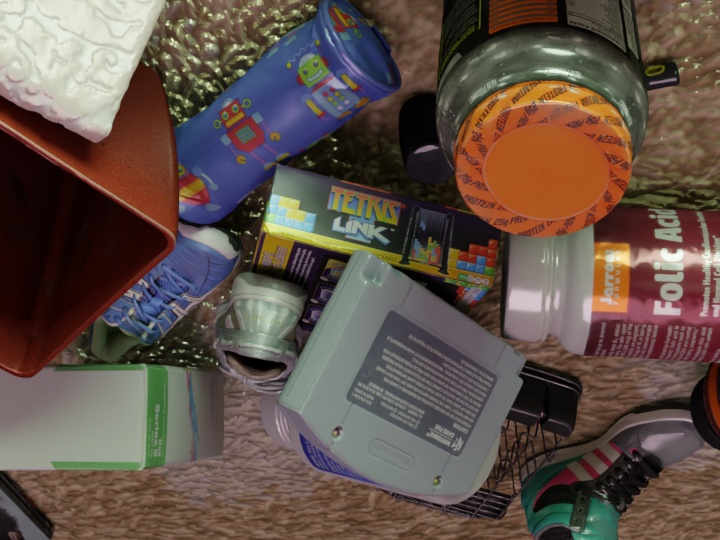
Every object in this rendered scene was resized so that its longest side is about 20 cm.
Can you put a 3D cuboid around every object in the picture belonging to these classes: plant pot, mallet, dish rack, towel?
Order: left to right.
[{"bbox_3d":[-0.242,-0.080,0.803,0.199,0.177,0.200,35,128,-24],"label":"plant pot"},{"bbox_3d":[-0.202,-0.202,0.679,0.199,0.192,0.032,28,162,-20],"label":"towel"},{"bbox_3d":[0.100,0.160,1.083,0.152,0.055,0.201,18,136,-8],"label":"dish rack"},{"bbox_3d":[0.121,-0.105,0.809,0.199,0.066,0.041,-9,134,15],"label":"mallet"}]

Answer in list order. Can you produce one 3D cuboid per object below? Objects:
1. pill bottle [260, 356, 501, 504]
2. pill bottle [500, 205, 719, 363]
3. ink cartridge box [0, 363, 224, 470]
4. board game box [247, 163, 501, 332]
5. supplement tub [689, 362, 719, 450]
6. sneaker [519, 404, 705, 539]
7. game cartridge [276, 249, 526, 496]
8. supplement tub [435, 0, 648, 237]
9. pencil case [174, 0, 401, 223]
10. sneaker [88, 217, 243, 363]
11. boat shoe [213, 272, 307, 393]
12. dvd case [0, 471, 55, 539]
[{"bbox_3d":[0.010,0.123,0.978,0.199,0.112,0.112,6,144,45],"label":"pill bottle"},{"bbox_3d":[0.207,0.009,0.875,0.198,0.115,0.115,3,135,4],"label":"pill bottle"},{"bbox_3d":[-0.213,0.123,0.992,0.144,0.088,0.200,-2,175,10],"label":"ink cartridge box"},{"bbox_3d":[0.000,0.000,0.884,0.164,0.057,0.200,15,159,-6],"label":"board game box"},{"bbox_3d":[0.344,0.093,0.920,0.106,0.108,0.200,19,157,-11],"label":"supplement tub"},{"bbox_3d":[0.229,0.206,1.061,0.199,0.121,0.084,-32,123,32],"label":"sneaker"},{"bbox_3d":[0.032,0.083,0.814,0.041,0.134,0.200,16,168,45],"label":"game cartridge"},{"bbox_3d":[0.107,-0.122,0.699,0.122,0.201,0.123,4,135,4],"label":"supplement tub"},{"bbox_3d":[-0.063,-0.109,0.820,0.199,0.087,0.078,-32,94,31],"label":"pencil case"},{"bbox_3d":[-0.158,0.018,0.932,0.075,0.077,0.200,30,144,-20],"label":"sneaker"},{"bbox_3d":[-0.081,0.060,0.912,0.074,0.065,0.202,15,160,-7],"label":"boat shoe"},{"bbox_3d":[-0.440,0.238,1.250,0.145,0.022,0.201,-11,131,17],"label":"dvd case"}]
